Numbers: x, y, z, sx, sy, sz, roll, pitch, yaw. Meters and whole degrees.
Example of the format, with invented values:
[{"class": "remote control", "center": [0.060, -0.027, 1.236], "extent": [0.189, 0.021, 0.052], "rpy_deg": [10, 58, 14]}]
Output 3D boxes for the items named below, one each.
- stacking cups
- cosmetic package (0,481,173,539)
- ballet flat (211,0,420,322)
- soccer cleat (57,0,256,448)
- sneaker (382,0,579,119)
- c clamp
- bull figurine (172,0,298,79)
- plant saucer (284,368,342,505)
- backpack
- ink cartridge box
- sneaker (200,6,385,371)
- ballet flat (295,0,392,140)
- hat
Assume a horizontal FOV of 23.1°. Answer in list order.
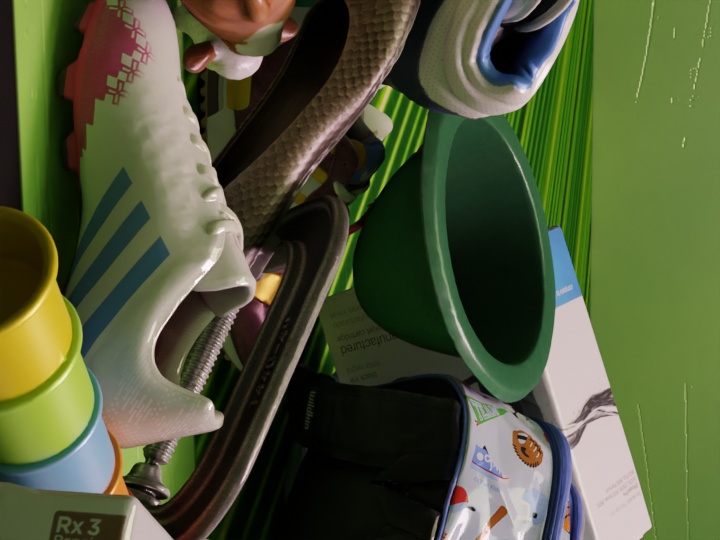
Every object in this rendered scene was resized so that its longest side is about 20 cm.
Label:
[{"class": "stacking cups", "center": [-0.113, 0.061, 0.654], "extent": [0.200, 0.060, 0.061], "rpy_deg": [76, 21, -51]}, {"class": "cosmetic package", "center": [-0.102, 0.141, 0.628], "extent": [0.200, 0.101, 0.074], "rpy_deg": [63, 31, -62]}, {"class": "ballet flat", "center": [-0.034, -0.071, 0.789], "extent": [0.201, 0.046, 0.067], "rpy_deg": [-59, -158, -8]}, {"class": "soccer cleat", "center": [-0.080, -0.025, 0.727], "extent": [0.070, 0.086, 0.201], "rpy_deg": [46, 47, -72]}, {"class": "sneaker", "center": [0.065, -0.171, 0.828], "extent": [0.080, 0.146, 0.201], "rpy_deg": [8, 99, -37]}, {"class": "c clamp", "center": [-0.062, 0.041, 0.790], "extent": [0.027, 0.171, 0.201], "rpy_deg": [33, 62, -23]}, {"class": "bull figurine", "center": [-0.062, -0.147, 0.766], "extent": [0.200, 0.065, 0.122], "rpy_deg": [-163, -130, -80]}, {"class": "plant saucer", "center": [0.007, 0.160, 1.119], "extent": [0.200, 0.036, 0.201], "rpy_deg": [33, 49, -48]}, {"class": "backpack", "center": [0.032, 0.148, 0.947], "extent": [0.190, 0.153, 0.201], "rpy_deg": [149, -43, -63]}, {"class": "ink cartridge box", "center": [0.076, 0.090, 1.089], "extent": [0.084, 0.144, 0.201], "rpy_deg": [-19, 92, -58]}, {"class": "sneaker", "center": [-0.032, -0.036, 0.921], "extent": [0.075, 0.090, 0.201], "rpy_deg": [-41, 130, -71]}, {"class": "ballet flat", "center": [-0.011, -0.109, 1.021], "extent": [0.067, 0.068, 0.201], "rpy_deg": [24, 61, -30]}, {"class": "hat", "center": [0.000, 0.000, 0.961], "extent": [0.200, 0.175, 0.167], "rpy_deg": [35, 51, -58]}]
